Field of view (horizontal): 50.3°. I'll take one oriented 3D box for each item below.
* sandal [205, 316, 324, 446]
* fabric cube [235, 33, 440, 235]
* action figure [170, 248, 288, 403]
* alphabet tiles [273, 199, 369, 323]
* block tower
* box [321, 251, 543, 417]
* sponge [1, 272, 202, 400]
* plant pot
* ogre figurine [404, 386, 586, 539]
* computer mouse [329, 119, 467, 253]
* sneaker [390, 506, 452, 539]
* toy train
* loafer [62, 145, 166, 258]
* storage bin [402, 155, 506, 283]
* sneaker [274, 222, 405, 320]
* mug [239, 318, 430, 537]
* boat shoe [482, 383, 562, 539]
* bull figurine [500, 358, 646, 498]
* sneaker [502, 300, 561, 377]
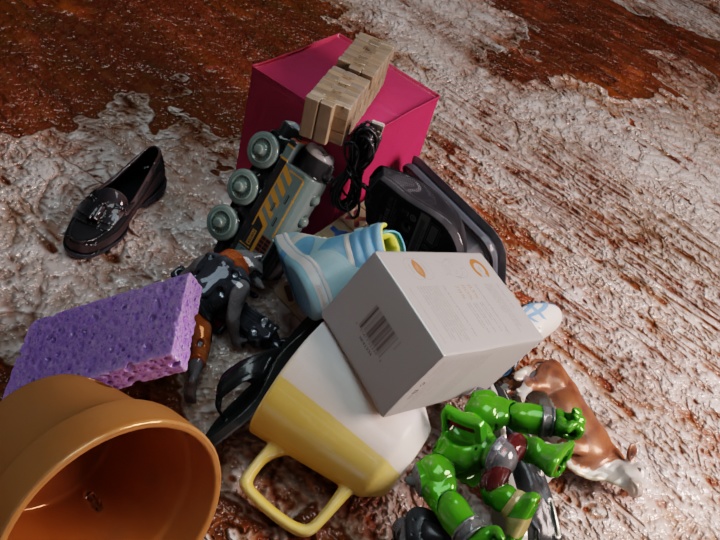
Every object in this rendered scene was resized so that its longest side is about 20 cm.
[{"bbox_3d":[-0.109,0.105,0.818,0.048,0.075,0.201,46,61,-9],"label":"sandal"},{"bbox_3d":[-0.038,-0.181,1.086,0.195,0.201,0.199,37,44,19],"label":"fabric cube"},{"bbox_3d":[-0.159,0.051,0.868,0.198,0.105,0.194,25,51,11],"label":"action figure"},{"bbox_3d":[0.000,0.000,0.935,0.199,0.008,0.167,-36,58,-21],"label":"alphabet tiles"},{"bbox_3d":[-0.013,-0.227,0.953,0.053,0.058,0.201,23,43,5],"label":"block tower"},{"bbox_3d":[0.078,0.058,0.789,0.199,0.098,0.125,-1,50,-50],"label":"box"},{"bbox_3d":[-0.259,0.075,0.775,0.197,0.030,0.113,-17,43,14],"label":"sponge"},{"bbox_3d":[-0.237,0.180,0.643,0.199,0.203,0.139,-24,40,-38],"label":"plant pot"},{"bbox_3d":[0.131,0.186,0.753,0.119,0.099,0.201,28,69,27],"label":"ogre figurine"},{"bbox_3d":[0.057,-0.078,0.916,0.200,0.139,0.053,43,48,15],"label":"computer mouse"},{"bbox_3d":[0.035,0.289,0.706,0.197,0.076,0.115,0,43,-29],"label":"sneaker"},{"bbox_3d":[-0.111,-0.085,0.970,0.113,0.202,0.085,36,13,17],"label":"toy train"},{"bbox_3d":[-0.317,-0.096,0.992,0.071,0.064,0.201,23,41,5],"label":"loafer"},{"bbox_3d":[0.080,-0.027,1.029,0.133,0.146,0.201,-33,59,-11],"label":"storage bin"},{"bbox_3d":[-0.021,-0.013,0.859,0.129,0.081,0.200,-22,22,-10],"label":"sneaker"},{"bbox_3d":[-0.021,0.165,0.795,0.152,0.188,0.149,36,11,7],"label":"mug"},{"bbox_3d":[0.169,0.215,0.838,0.059,0.076,0.203,5,55,-14],"label":"boat shoe"},{"bbox_3d":[0.241,0.189,0.891,0.120,0.066,0.201,-4,45,-29],"label":"bull figurine"},{"bbox_3d":[0.188,0.096,0.968,0.198,0.073,0.072,-20,48,-31],"label":"sneaker"}]
